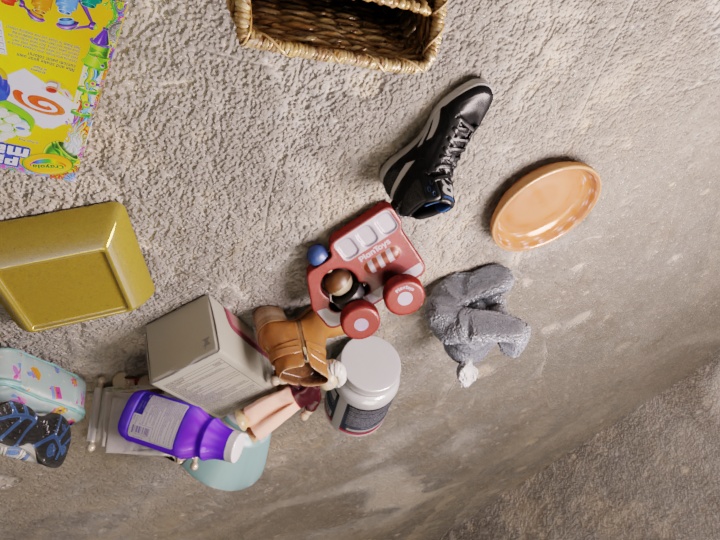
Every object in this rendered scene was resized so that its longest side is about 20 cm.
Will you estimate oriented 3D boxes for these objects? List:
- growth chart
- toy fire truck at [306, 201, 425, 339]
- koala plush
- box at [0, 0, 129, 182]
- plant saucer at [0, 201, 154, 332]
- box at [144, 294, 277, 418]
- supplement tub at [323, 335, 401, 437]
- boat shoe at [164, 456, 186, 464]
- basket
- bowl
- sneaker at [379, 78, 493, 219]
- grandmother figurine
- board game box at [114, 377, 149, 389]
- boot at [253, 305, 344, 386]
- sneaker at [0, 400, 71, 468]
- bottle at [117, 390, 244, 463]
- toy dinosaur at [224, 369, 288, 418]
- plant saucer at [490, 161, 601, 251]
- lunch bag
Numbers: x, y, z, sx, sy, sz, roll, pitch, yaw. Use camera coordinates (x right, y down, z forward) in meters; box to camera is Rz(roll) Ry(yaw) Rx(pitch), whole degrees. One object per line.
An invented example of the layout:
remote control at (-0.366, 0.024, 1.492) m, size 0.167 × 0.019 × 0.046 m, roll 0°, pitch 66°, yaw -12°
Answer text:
growth chart at (-0.360, 0.250, 1.014) m, size 0.196 × 0.147 × 0.018 m, roll 11°, pitch 146°, yaw -10°
toy fire truck at (0.000, 0.000, 0.953) m, size 0.198 × 0.113 × 0.169 m, roll -30°, pitch 121°, yaw 12°
koala plush at (0.209, 0.115, 1.166) m, size 0.180 × 0.180 × 0.201 m, roll -5°, pitch 145°, yaw -3°
box at (-0.314, -0.197, 0.477) m, size 0.197 × 0.123 × 0.193 m, roll 8°, pitch 136°, yaw -37°
plant saucer at (-0.387, 0.011, 0.789) m, size 0.196 × 0.049 × 0.202 m, roll -13°, pitch 145°, yaw -14°
box at (-0.245, 0.149, 1.000) m, size 0.126 × 0.110 × 0.201 m, roll -25°, pitch 146°, yaw 6°
supplement tub at (0.003, 0.239, 1.231) m, size 0.138 × 0.142 × 0.201 m, roll -8°, pitch 144°, yaw -19°
boat shoe at (-0.378, 0.272, 1.042) m, size 0.197 × 0.065 × 0.074 m, roll 21°, pitch 129°, yaw 3°
basket at (-0.013, -0.277, 0.510) m, size 0.197 × 0.151 × 0.144 m, roll 0°, pitch 141°, yaw -28°
bowl at (-0.248, 0.303, 1.148) m, size 0.199 × 0.202 × 0.106 m, roll 15°, pitch 120°, yaw -41°
sneaker at (0.117, -0.145, 0.794) m, size 0.072 × 0.113 × 0.200 m, roll 15°, pitch 132°, yaw -42°
grandmother figurine at (-0.111, 0.219, 1.028) m, size 0.198 × 0.061 × 0.122 m, roll -32°, pitch 139°, yaw -4°
board game box at (-0.433, 0.264, 1.135) m, size 0.102 × 0.020 × 0.200 m, roll 10°, pitch 135°, yaw -36°
boot at (-0.077, 0.128, 1.012) m, size 0.197 × 0.155 × 0.075 m, roll 1°, pitch 124°, yaw -29°
sneaker at (-0.505, 0.240, 0.893) m, size 0.075 × 0.077 × 0.201 m, roll 0°, pitch 146°, yaw 10°
bottle at (-0.283, 0.254, 0.955) m, size 0.196 × 0.085 × 0.066 m, roll 13°, pitch 156°, yaw 12°
toy dinosaur at (-0.162, 0.220, 1.097) m, size 0.197 × 0.137 × 0.086 m, roll -10°, pitch 128°, yaw 31°
plant saucer at (0.308, -0.111, 1.014) m, size 0.197 × 0.038 × 0.202 m, roll -14°, pitch 145°, yaw -10°
lunch bag at (-0.546, 0.209, 0.943) m, size 0.158 × 0.078 × 0.200 m, roll -27°, pitch 145°, yaw 7°
